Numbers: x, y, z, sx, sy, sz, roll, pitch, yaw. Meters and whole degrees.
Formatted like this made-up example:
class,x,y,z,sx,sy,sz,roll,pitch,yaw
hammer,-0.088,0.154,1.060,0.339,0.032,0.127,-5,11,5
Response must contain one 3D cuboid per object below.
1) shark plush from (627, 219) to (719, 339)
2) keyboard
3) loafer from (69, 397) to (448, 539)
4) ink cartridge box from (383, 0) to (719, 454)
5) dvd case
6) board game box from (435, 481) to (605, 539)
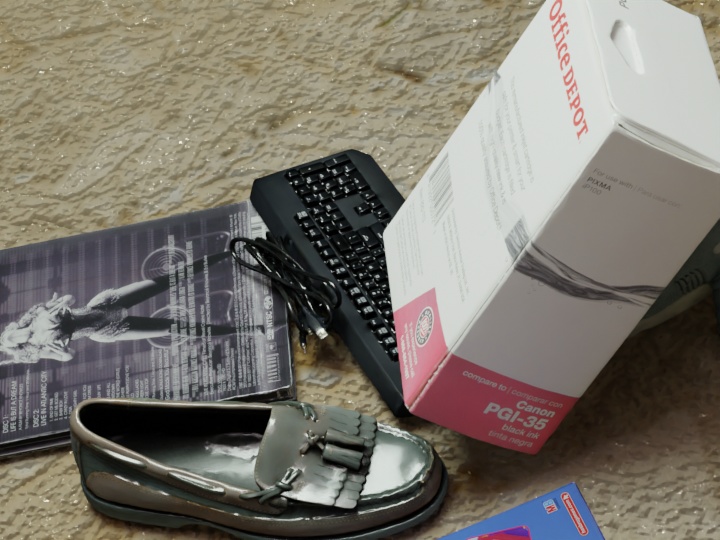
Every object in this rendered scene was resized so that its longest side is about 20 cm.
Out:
class,x,y,z,sx,sy,sz,roll,pitch,yaw
shark plush,0.187,-0.038,1.201,0.083,0.200,0.091,9,43,-39
keyboard,0.000,0.000,1.293,0.104,0.040,0.200,-23,48,-15
loafer,-0.057,0.098,1.215,0.200,0.063,0.072,0,49,16
ink cartridge box,0.098,-0.031,1.183,0.083,0.200,0.147,21,35,-21
dvd case,-0.138,0.033,1.330,0.200,0.016,0.149,-11,47,5
board game box,0.079,0.206,1.090,0.134,0.045,0.200,-22,46,-4
